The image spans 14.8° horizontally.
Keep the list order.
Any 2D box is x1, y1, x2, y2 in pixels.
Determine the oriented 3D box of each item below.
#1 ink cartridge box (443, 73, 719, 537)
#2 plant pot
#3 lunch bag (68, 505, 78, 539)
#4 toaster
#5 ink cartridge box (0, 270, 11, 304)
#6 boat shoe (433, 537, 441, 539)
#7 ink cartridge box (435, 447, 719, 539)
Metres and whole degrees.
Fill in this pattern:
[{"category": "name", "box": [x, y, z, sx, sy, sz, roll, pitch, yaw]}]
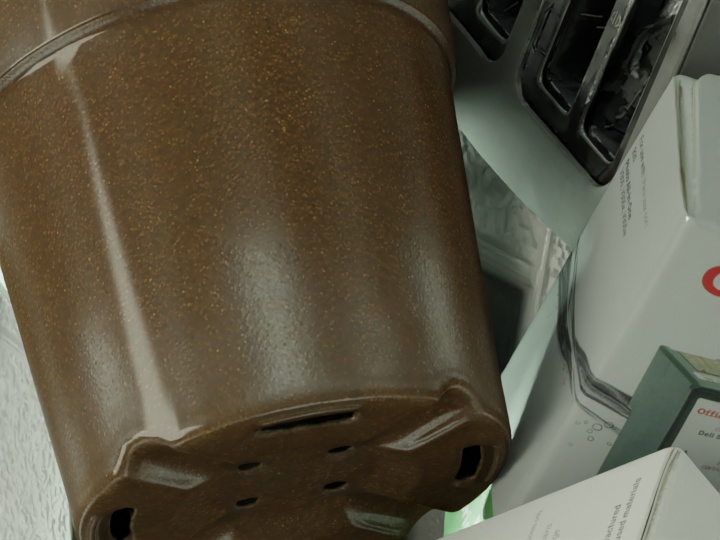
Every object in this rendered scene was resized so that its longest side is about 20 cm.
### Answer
[{"category": "ink cartridge box", "box": [0.131, 0.049, 0.952, 0.084, 0.146, 0.200, -85, 17, -51]}, {"category": "plant pot", "box": [-0.043, -0.009, 0.967, 0.200, 0.200, 0.198, -46, 50, 49]}, {"category": "lunch bag", "box": [-0.077, 0.141, 1.338, 0.200, 0.118, 0.164, 4, 100, 65]}, {"category": "toaster", "box": [0.115, -0.109, 1.019, 0.181, 0.119, 0.200, 56, 135, 43]}, {"category": "ink cartridge box", "box": [-0.117, -0.035, 1.370, 0.200, 0.145, 0.088, 43, 125, 51]}, {"category": "boat shoe", "box": [0.078, 0.185, 1.118, 0.200, 0.069, 0.084, 47, 117, 45]}, {"category": "ink cartridge box", "box": [0.062, 0.162, 0.929, 0.200, 0.147, 0.083, -27, 25, 37]}]
